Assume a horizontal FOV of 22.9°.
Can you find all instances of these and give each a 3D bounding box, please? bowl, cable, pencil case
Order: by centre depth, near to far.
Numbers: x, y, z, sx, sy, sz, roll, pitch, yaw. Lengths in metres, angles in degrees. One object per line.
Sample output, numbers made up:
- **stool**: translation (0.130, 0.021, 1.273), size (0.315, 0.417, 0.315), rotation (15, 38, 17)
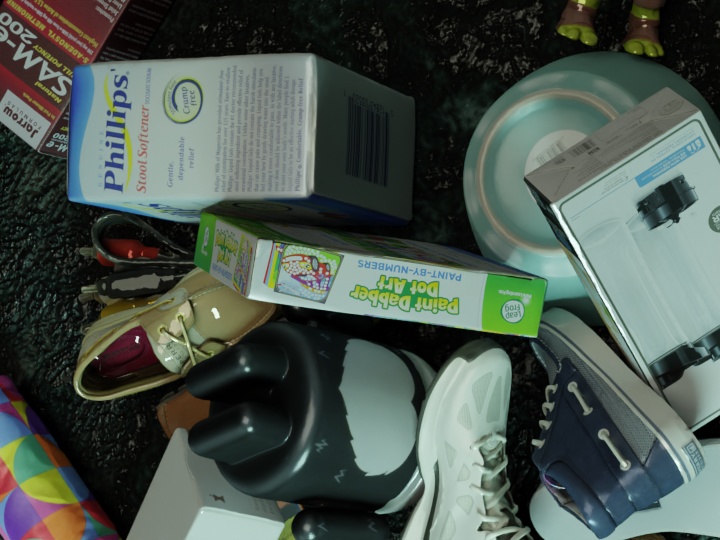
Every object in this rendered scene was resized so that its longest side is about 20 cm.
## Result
- **bowl**: translation (0.151, -0.063, 1.243), size (0.201, 0.105, 0.201), rotation (-2, 85, 25)
- **cable**: translation (-0.139, -0.002, 1.413), size (0.200, 0.050, 0.097), rotation (-4, 86, 13)
- **pencil case**: translation (-0.270, 0.180, 1.429), size (0.088, 0.088, 0.200), rotation (-42, 69, 16)

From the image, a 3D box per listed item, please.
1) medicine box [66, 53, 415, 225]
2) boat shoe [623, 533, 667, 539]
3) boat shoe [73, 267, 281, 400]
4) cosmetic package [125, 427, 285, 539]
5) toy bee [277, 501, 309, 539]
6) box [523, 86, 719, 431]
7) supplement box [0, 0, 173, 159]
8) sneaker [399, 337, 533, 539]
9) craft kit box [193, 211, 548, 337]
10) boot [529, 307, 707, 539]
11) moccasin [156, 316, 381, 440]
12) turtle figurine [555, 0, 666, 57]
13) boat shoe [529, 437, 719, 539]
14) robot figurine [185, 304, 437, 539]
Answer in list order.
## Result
- **medicine box**: translation (-0.084, -0.091, 1.309), size (0.200, 0.182, 0.103), rotation (0, 86, 25)
- **boat shoe**: translation (0.126, 0.238, 1.248), size (0.200, 0.074, 0.076), rotation (-24, 77, 21)
- **boat shoe**: translation (-0.139, 0.052, 1.365), size (0.200, 0.066, 0.074), rotation (-27, 114, 30)
- **cosmetic package**: translation (-0.133, 0.229, 1.322), size (0.200, 0.074, 0.102), rotation (-62, 29, 23)
- **toy bee**: translation (-0.024, 0.219, 1.300), size (0.200, 0.109, 0.131), rotation (39, 100, 22)
- **box**: translation (0.206, -0.004, 1.162), size (0.117, 0.060, 0.200), rotation (-31, 114, -1)
- **supplement box**: translation (-0.234, -0.204, 1.453), size (0.109, 0.061, 0.200), rotation (37, 102, 22)
- **sneaker**: translation (0.094, 0.153, 1.189), size (0.115, 0.076, 0.201), rotation (26, 113, 42)
- **craft kit box**: translation (0.000, 0.000, 1.212), size (0.197, 0.200, 0.049), rotation (11, 94, -16)
- **boot**: translation (0.143, 0.098, 1.199), size (0.090, 0.073, 0.200), rotation (-35, 31, -5)
- **moccasin**: translation (-0.064, 0.085, 1.348), size (0.201, 0.074, 0.078), rotation (-34, 82, 15)
- **turtle figurine**: translation (0.186, -0.236, 1.229), size (0.064, 0.200, 0.161), rotation (45, 124, 54)
- **boat shoe**: translation (0.217, 0.148, 1.219), size (0.200, 0.066, 0.072), rotation (-16, 102, 25)
- **robot figurine**: translation (-0.023, 0.103, 1.230), size (0.125, 0.200, 0.150), rotation (30, 101, 49)
